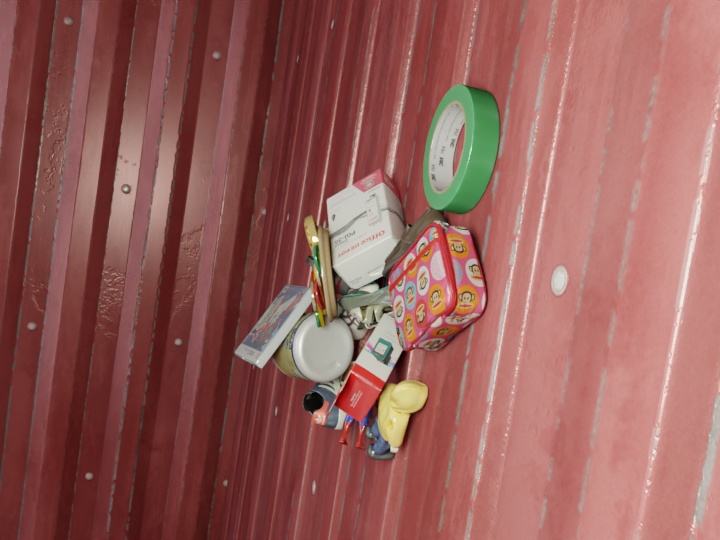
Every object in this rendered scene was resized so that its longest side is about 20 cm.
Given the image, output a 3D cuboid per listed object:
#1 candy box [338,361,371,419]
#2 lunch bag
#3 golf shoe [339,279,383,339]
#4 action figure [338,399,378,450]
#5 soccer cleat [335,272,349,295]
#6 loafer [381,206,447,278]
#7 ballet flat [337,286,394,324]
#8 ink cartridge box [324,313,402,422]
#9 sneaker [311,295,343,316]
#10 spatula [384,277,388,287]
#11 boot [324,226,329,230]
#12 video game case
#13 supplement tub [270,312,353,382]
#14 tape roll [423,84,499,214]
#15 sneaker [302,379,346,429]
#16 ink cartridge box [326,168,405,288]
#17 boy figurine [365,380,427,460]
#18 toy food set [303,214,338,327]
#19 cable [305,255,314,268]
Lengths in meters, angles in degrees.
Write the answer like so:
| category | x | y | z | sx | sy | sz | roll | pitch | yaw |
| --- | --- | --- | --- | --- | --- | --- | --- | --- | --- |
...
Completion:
| category | x | y | z | sx | sy | sz | roll | pitch | yaw |
| --- | --- | --- | --- | --- | --- | --- | --- | --- | --- |
| candy box | -0.026 | 0.268 | 1.558 | 0.200 | 0.055 | 0.120 | 153 | 124 | -68 |
| lunch bag | 0.116 | 0.019 | 1.114 | 0.201 | 0.080 | 0.180 | 128 | 140 | -53 |
| golf shoe | 0.005 | 0.099 | 1.494 | 0.089 | 0.076 | 0.202 | 59 | 154 | 33 |
| action figure | 0.009 | 0.258 | 1.422 | 0.052 | 0.064 | 0.205 | 47 | -126 | -58 |
| soccer cleat | 0.000 | 0.000 | 1.510 | 0.199 | 0.073 | 0.069 | -32 | 33 | 45 |
| loafer | 0.103 | -0.044 | 1.252 | 0.200 | 0.072 | 0.073 | -45 | 36 | 50 |
| ballet flat | 0.024 | 0.072 | 1.357 | 0.197 | 0.067 | 0.065 | -15 | 65 | 44 |
| ink cartridge box | 0.016 | 0.190 | 1.272 | 0.201 | 0.066 | 0.117 | -56 | -6 | -43 |
| sneaker | -0.056 | 0.095 | 1.635 | 0.075 | 0.113 | 0.203 | -99 | 25 | -49 |
| spatula | 0.048 | -0.005 | 1.483 | 0.057 | 0.020 | 0.203 | 109 | 157 | -48 |
| boot | -0.042 | -0.024 | 1.686 | 0.108 | 0.074 | 0.200 | 56 | 176 | 19 |
| video game case | -0.190 | 0.118 | 1.539 | 0.201 | 0.023 | 0.181 | -53 | 20 | -15 |
| supplement tub | -0.115 | 0.167 | 1.538 | 0.199 | 0.141 | 0.149 | -8 | 75 | 61 |
| tape roll | 0.161 | -0.198 | 1.144 | 0.200 | 0.047 | 0.206 | -171 | 90 | -74 |
| sneaker | -0.089 | 0.271 | 1.528 | 0.200 | 0.082 | 0.077 | -124 | 45 | -66 |
| ink cartridge box | 0.014 | -0.086 | 1.418 | 0.144 | 0.083 | 0.203 | -27 | 44 | 20 |
| boy figurine | 0.061 | 0.255 | 1.253 | 0.126 | 0.063 | 0.202 | -98 | 23 | -44 |
| toy food set | -0.078 | 0.007 | 1.400 | 0.202 | 0.047 | 0.201 | 85 | 179 | -52 |
| cable | -0.076 | -0.002 | 1.695 | 0.201 | 0.095 | 0.051 | -121 | 45 | -63 |
